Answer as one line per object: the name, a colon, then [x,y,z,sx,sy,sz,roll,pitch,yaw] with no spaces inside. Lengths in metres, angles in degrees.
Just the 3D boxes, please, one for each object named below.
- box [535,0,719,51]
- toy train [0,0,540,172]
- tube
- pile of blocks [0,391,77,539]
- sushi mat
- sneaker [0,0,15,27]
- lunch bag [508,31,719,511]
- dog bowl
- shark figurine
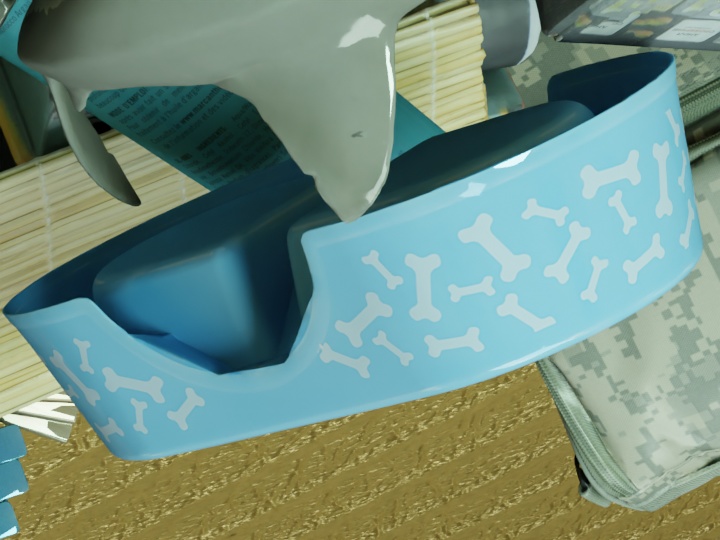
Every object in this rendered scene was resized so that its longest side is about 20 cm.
box: [0.161,-0.103,0.709,0.200,0.049,0.161,1,160,-35]
toy train: [-0.036,-0.056,0.924,0.200,0.085,0.114,-10,149,-22]
tube: [-0.047,-0.059,0.823,0.200,0.050,0.077,36,106,-28]
pile of blocks: [-0.128,0.048,0.957,0.082,0.200,0.062,17,168,-16]
sushi mat: [-0.050,-0.015,0.890,0.200,0.012,0.096,-22,141,-12]
sneaker: [-0.101,-0.101,0.653,0.085,0.078,0.200,29,136,-8]
lunch bag: [0.145,-0.023,1.029,0.200,0.168,0.139,-26,159,22]
dog bowl: [0.000,0.000,0.742,0.200,0.050,0.111,-16,-169,41]
shark figurine: [-0.027,-0.050,0.671,0.214,0.090,0.128,-22,-174,43]
